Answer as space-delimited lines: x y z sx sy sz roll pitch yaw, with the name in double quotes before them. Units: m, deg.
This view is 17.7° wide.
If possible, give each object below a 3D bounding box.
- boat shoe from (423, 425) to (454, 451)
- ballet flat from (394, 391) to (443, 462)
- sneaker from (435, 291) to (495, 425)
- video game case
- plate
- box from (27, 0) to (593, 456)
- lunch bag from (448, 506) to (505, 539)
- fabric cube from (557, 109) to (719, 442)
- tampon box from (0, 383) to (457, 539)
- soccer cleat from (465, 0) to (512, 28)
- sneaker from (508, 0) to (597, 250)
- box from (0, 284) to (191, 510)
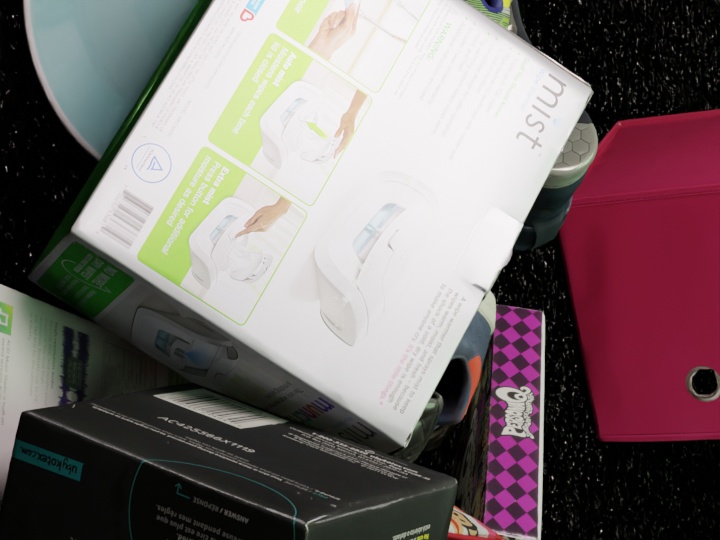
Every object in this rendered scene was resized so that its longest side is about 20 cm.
"boat shoe" 0.039 0.076 1.388 0.200 0.072 0.062 -42 129 -61
"ballet flat" -0.048 0.024 1.117 0.200 0.057 0.066 39 9 -3
"sneaker" 0.004 0.021 1.188 0.200 0.075 0.085 33 59 -45
"video game case" 0.070 0.149 1.313 0.200 0.036 0.182 -82 -177 -54
"plate" -0.075 -0.137 1.127 0.200 0.026 0.201 -8 107 -29
"box" -0.020 -0.040 1.051 0.176 0.097 0.200 32 68 -11
"lunch bag" -0.023 0.198 1.130 0.176 0.082 0.200 18 99 -53
"fabric cube" 0.279 -0.002 1.770 0.200 0.196 0.200 -45 127 -58
"tampon box" -0.068 0.167 0.967 0.126 0.150 0.201 -6 111 -59
"soccer cleat" 0.065 -0.183 1.340 0.200 0.065 0.084 -78 179 -51
"sneaker" 0.071 -0.106 1.445 0.146 0.077 0.203 98 -32 -63
"box" -0.132 0.096 1.054 0.200 0.036 0.145 28 61 -60
